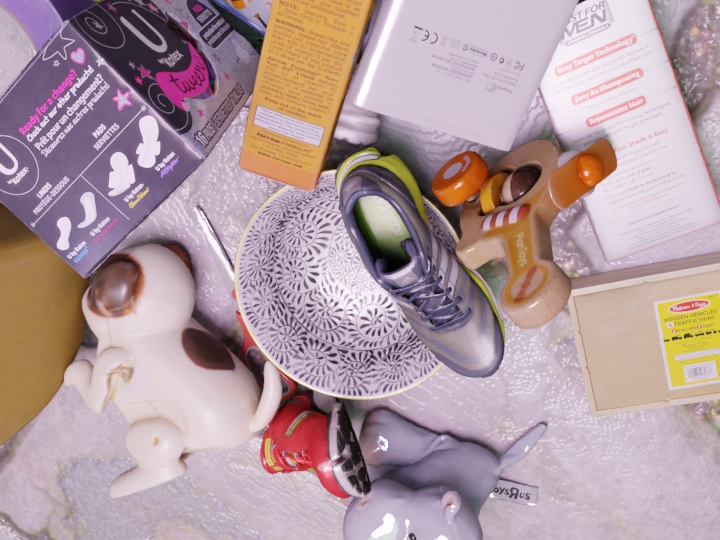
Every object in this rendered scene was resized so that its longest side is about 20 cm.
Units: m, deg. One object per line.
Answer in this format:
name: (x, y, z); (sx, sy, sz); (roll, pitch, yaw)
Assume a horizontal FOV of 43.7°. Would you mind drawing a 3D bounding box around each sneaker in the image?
sneaker: (-0.045, 0.158, 0.782); (0.084, 0.200, 0.078); (-21, 97, -8)
sneaker: (0.041, 0.005, 0.676); (0.074, 0.081, 0.201); (-34, 101, 19)
sneaker: (-0.070, -0.171, 0.750); (0.198, 0.075, 0.083); (19, 97, -3)

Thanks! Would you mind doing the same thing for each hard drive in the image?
hard drive: (0.086, -0.191, 0.609); (0.130, 0.026, 0.202); (12, 115, -24)

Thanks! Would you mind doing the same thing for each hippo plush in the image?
hippo plush: (0.062, 0.233, 0.812); (0.197, 0.161, 0.161); (6, 111, 8)

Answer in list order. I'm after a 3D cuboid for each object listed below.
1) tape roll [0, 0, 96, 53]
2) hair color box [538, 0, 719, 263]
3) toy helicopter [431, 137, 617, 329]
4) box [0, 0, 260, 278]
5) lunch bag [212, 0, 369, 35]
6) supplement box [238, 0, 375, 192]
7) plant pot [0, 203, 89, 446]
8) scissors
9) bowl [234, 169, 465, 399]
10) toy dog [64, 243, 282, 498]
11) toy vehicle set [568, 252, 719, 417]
tape roll: (-0.315, -0.174, 0.777); (0.197, 0.085, 0.202); (3, 110, 9)
hair color box: (0.205, -0.119, 0.713); (0.101, 0.061, 0.202); (-20, 106, 17)
toy helicopter: (0.125, -0.033, 0.638); (0.132, 0.201, 0.079); (-32, 118, 23)
box: (-0.160, -0.116, 0.623); (0.132, 0.201, 0.115); (-39, 108, 24)
lunch bag: (-0.040, -0.250, 0.640); (0.159, 0.076, 0.200); (31, 143, -8)
supplement box: (-0.034, -0.151, 0.631); (0.068, 0.067, 0.201); (17, 139, -2)
plant pot: (-0.343, 0.024, 0.782); (0.194, 0.200, 0.196); (20, 113, 19)
scissors: (-0.116, 0.036, 0.853); (0.073, 0.014, 0.201); (-35, 102, 22)
bowl: (0.000, 0.000, 0.776); (0.198, 0.094, 0.203); (4, 111, 10)
toy dog: (-0.181, 0.077, 0.809); (0.193, 0.139, 0.202); (-22, 94, 36)
toy vehicle set: (0.287, 0.053, 0.778); (0.198, 0.027, 0.126); (-11, 107, 14)
